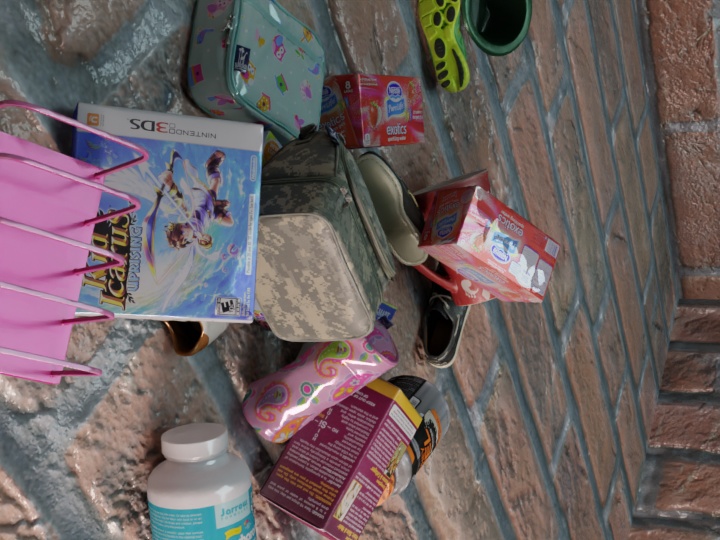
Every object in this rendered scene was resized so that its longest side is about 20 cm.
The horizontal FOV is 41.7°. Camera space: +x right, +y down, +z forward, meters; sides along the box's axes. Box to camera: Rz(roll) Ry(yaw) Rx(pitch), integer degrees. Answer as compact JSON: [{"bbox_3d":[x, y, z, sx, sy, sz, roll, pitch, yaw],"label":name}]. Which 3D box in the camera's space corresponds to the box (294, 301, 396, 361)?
[{"bbox_3d":[-0.025,0.099,1.267,0.122,0.048,0.200,27,88,-59],"label":"box"}]

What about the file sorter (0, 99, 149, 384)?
[{"bbox_3d":[-0.266,-0.019,0.766,0.139,0.125,0.200,20,72,-38],"label":"file sorter"}]

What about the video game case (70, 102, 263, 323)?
[{"bbox_3d":[-0.191,-0.052,0.921,0.181,0.045,0.200,3,86,-21],"label":"video game case"}]

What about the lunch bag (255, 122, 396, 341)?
[{"bbox_3d":[-0.045,-0.043,1.071,0.168,0.139,0.200,-70,146,-47],"label":"lunch bag"}]

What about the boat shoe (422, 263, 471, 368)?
[{"bbox_3d":[0.146,0.064,1.621,0.068,0.072,0.200,36,61,-61],"label":"boat shoe"}]

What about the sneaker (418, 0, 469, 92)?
[{"bbox_3d":[0.141,-0.405,1.625,0.084,0.074,0.200,-80,162,-81],"label":"sneaker"}]

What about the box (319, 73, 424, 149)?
[{"bbox_3d":[0.008,-0.223,1.335,0.200,0.095,0.100,-17,104,-60],"label":"box"}]

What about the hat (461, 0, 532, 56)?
[{"bbox_3d":[0.199,-0.472,1.727,0.200,0.176,0.166,31,81,-38],"label":"hat"}]

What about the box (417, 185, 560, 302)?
[{"bbox_3d":[0.198,-0.037,1.445,0.200,0.095,0.103,30,72,-32],"label":"box"}]

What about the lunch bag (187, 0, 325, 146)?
[{"bbox_3d":[-0.118,-0.244,1.123,0.200,0.077,0.161,30,64,-58],"label":"lunch bag"}]

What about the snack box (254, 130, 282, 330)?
[{"bbox_3d":[-0.112,-0.043,1.149,0.200,0.068,0.169,53,47,-50],"label":"snack box"}]

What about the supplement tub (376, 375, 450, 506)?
[{"bbox_3d":[0.041,0.248,1.379,0.200,0.122,0.123,-41,125,-53],"label":"supplement tub"}]

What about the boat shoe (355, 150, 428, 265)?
[{"bbox_3d":[0.047,-0.101,1.435,0.201,0.072,0.061,61,26,-29],"label":"boat shoe"}]

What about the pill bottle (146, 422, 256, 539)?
[{"bbox_3d":[-0.168,0.268,1.008,0.111,0.111,0.200,-21,109,-60],"label":"pill bottle"}]

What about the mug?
[{"bbox_3d":[0.157,-0.046,1.567,0.133,0.177,0.200,-72,142,-81],"label":"mug"}]

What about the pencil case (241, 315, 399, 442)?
[{"bbox_3d":[-0.048,0.126,1.139,0.087,0.200,0.087,46,18,-20],"label":"pencil case"}]

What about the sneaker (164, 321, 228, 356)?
[{"bbox_3d":[-0.192,0.003,0.996,0.085,0.073,0.200,-54,137,-50],"label":"sneaker"}]

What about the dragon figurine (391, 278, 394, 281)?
[{"bbox_3d":[0.000,0.000,1.364,0.099,0.059,0.200,60,42,-44],"label":"dragon figurine"}]

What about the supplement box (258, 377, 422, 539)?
[{"bbox_3d":[-0.021,0.236,1.215,0.200,0.103,0.131,-59,154,-16],"label":"supplement box"}]
